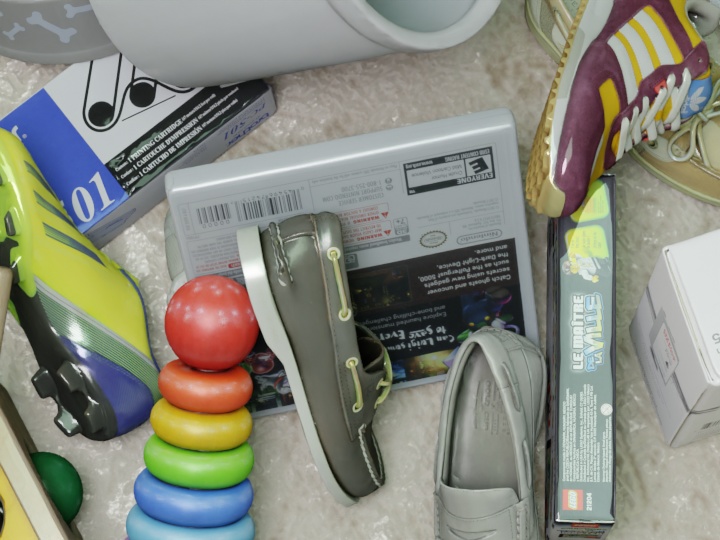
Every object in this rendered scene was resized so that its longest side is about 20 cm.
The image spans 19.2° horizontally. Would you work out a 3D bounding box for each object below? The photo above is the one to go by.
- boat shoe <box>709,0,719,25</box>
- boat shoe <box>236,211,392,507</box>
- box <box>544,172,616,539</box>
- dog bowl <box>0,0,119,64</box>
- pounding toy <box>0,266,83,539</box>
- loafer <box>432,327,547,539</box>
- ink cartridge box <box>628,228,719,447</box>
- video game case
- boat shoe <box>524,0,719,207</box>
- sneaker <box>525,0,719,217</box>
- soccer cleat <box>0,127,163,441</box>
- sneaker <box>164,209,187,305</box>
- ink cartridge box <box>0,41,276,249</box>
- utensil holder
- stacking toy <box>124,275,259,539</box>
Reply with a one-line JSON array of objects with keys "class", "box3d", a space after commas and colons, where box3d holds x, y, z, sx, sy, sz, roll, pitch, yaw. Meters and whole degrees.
[{"class": "boat shoe", "box3d": [0.252, -0.231, 1.317, 0.068, 0.071, 0.202, -21, 104, -41]}, {"class": "boat shoe", "box3d": [-0.014, 0.053, 1.215, 0.060, 0.203, 0.072, -18, 36, 3]}, {"class": "box", "box3d": [0.127, 0.055, 1.243, 0.034, 0.110, 0.202, 1, 77, 2]}, {"class": "dog bowl", "box3d": [-0.184, -0.229, 1.328, 0.198, 0.059, 0.202, -4, 64, 9]}, {"class": "pounding toy", "box3d": [-0.237, 0.135, 1.218, 0.199, 0.142, 0.185, -29, 77, -5]}, {"class": "loafer", "box3d": [0.069, 0.134, 1.232, 0.069, 0.070, 0.202, -2, 83, 29]}, {"class": "ink cartridge box", "box3d": [0.238, 0.026, 1.200, 0.145, 0.200, 0.083, -18, 76, -3]}, {"class": "video game case", "box3d": [0.000, 0.000, 1.237, 0.198, 0.183, 0.023, -11, 39, -1]}, {"class": "boat shoe", "box3d": [0.179, -0.119, 1.308, 0.073, 0.063, 0.201, -39, 78, -8]}, {"class": "sneaker", "box3d": [0.155, -0.102, 1.212, 0.089, 0.075, 0.201, 19, 52, 3]}, {"class": "soccer cleat", "box3d": [-0.175, 0.003, 1.262, 0.084, 0.064, 0.201, -33, 106, -39]}, {"class": "sneaker", "box3d": [-0.027, -0.032, 1.291, 0.198, 0.076, 0.093, -12, 69, -4]}, {"class": "ink cartridge box", "box3d": [-0.158, -0.079, 1.319, 0.200, 0.044, 0.094, -38, 76, -7]}, {"class": "utensil holder", "box3d": [-0.040, -0.195, 1.203, 0.199, 0.169, 0.171, -5, 71, 43]}, {"class": "stacking toy", "box3d": [-0.094, 0.101, 1.212, 0.085, 0.085, 0.202, 6, 103, 3]}]
